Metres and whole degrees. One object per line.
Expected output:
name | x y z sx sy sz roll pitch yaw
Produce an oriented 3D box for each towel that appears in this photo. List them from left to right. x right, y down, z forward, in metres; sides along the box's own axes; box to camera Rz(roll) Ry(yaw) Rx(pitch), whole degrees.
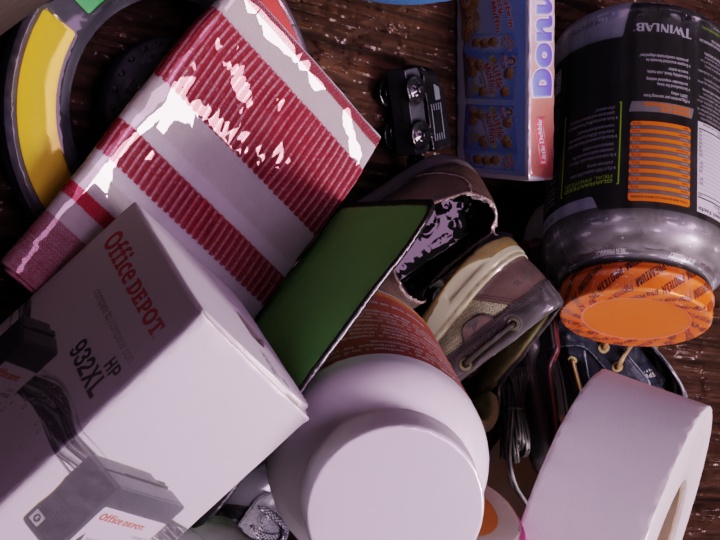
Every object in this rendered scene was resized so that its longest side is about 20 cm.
towel | -0.087 -0.040 0.864 0.200 0.023 0.144 -54 128 -12

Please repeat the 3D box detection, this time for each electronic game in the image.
electronic game | -0.108 -0.090 0.874 0.199 0.042 0.201 -5 99 -37

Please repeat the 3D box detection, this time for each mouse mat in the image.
mouse mat | -0.043 0.042 0.827 0.008 0.161 0.200 40 80 -16

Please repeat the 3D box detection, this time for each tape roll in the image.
tape roll | 0.146 0.165 0.945 0.202 0.071 0.203 18 90 -72

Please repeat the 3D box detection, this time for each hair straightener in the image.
hair straightener | 0.095 0.071 1.014 0.077 0.041 0.201 12 70 -45

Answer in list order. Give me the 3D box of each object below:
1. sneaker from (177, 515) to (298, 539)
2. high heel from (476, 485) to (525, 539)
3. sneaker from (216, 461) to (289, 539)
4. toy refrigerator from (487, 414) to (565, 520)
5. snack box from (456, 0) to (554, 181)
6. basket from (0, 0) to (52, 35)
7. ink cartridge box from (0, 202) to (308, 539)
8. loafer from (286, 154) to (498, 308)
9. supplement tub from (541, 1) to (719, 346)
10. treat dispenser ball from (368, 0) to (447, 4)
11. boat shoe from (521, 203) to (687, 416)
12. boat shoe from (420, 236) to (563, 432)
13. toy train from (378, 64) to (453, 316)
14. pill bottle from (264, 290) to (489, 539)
sneaker | -0.106 0.167 0.826 0.087 0.199 0.075 -54 144 -48
high heel | 0.036 0.174 0.920 0.067 0.200 0.096 -35 109 -36
sneaker | -0.064 0.177 0.894 0.200 0.114 0.076 -52 130 -20
toy refrigerator | 0.088 0.192 1.049 0.200 0.070 0.076 -49 129 -22
snack box | 0.091 -0.159 1.000 0.024 0.072 0.201 -7 100 -36
basket | -0.264 -0.117 0.696 0.200 0.136 0.180 -51 119 -17
ink cartridge box | -0.140 0.081 0.764 0.200 0.145 0.084 -42 121 1
loafer | 0.000 0.000 0.932 0.200 0.071 0.073 -40 112 -11
supplement tub | 0.180 -0.060 1.018 0.122 0.122 0.201 25 61 -37
treat dispenser ball | 0.026 -0.247 0.856 0.200 0.201 0.202 -6 99 -37
boat shoe | 0.173 0.049 1.080 0.071 0.091 0.201 -24 110 -33
boat shoe | 0.054 0.074 0.951 0.072 0.066 0.201 -8 135 -51
toy train | 0.045 -0.032 1.008 0.046 0.034 0.201 -20 108 -46
pill bottle | 0.004 0.085 0.818 0.112 0.200 0.113 -2 105 -7
